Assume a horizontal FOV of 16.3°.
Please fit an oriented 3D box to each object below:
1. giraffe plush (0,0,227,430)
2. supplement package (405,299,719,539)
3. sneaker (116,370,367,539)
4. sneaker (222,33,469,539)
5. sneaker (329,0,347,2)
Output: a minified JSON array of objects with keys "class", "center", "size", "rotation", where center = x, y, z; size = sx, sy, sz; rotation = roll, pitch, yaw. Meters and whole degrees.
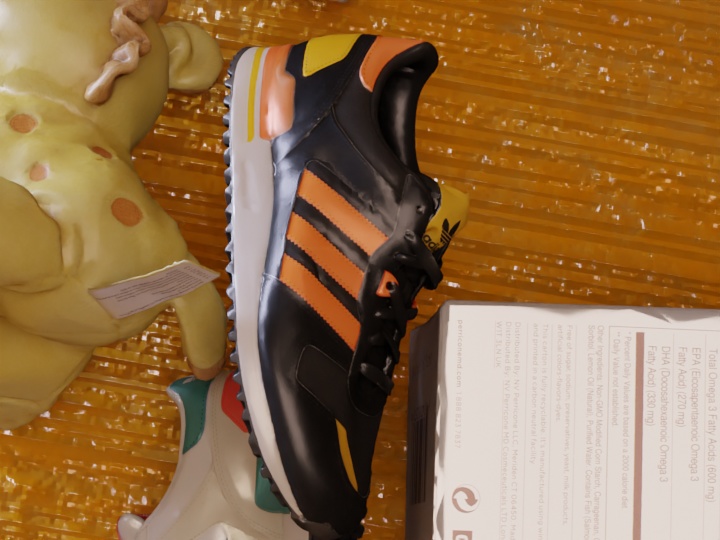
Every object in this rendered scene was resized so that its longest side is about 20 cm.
[{"class":"giraffe plush","center":[-0.135,-0.049,1.001],"size":[0.199,0.173,0.163],"rotation":[-10,59,22]},{"class":"supplement package","center":[0.122,0.078,1.020],"size":[0.198,0.117,0.118],"rotation":[3,82,-5]},{"class":"sneaker","center":[-0.056,0.137,1.035],"size":[0.093,0.070,0.202],"rotation":[9,93,23]},{"class":"sneaker","center":[0.000,0.000,0.960],"size":[0.089,0.070,0.202],"rotation":[-10,70,14]},{"class":"sneaker","center":[-0.021,-0.217,1.058],"size":[0.077,0.078,0.202],"rotation":[9,83,5]}]
